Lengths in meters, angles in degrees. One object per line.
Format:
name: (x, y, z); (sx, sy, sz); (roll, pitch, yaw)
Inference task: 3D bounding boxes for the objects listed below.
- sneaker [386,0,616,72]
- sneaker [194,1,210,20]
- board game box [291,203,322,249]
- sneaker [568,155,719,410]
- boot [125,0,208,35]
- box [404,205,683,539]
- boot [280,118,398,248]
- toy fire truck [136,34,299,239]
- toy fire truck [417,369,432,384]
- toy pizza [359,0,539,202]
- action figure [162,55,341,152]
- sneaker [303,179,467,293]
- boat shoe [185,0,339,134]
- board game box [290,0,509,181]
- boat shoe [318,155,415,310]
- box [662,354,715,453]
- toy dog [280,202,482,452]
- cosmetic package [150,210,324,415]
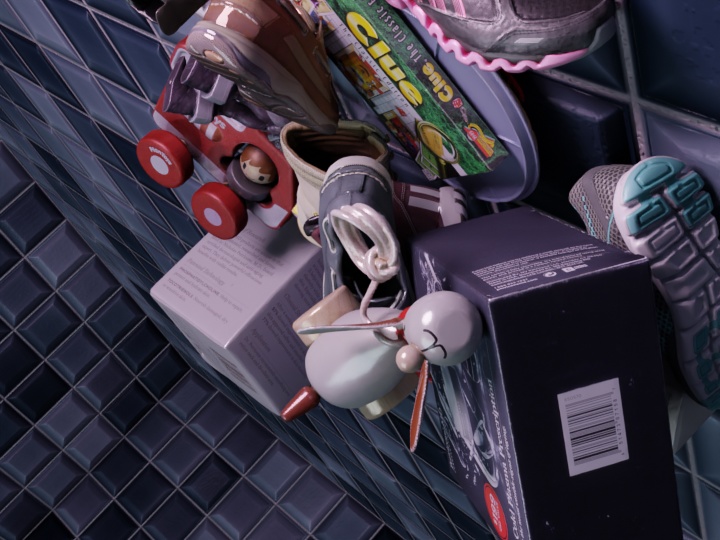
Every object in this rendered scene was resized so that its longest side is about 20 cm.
sneaker: (0.055, -0.183, 0.550); (0.200, 0.079, 0.095); (33, 149, 28)
sneaker: (-0.111, -0.223, 0.822); (0.200, 0.075, 0.082); (47, 171, 3)
board game box: (0.040, 0.001, 1.000); (0.200, 0.057, 0.165); (37, 172, 22)
sneaker: (0.204, 0.005, 0.660); (0.200, 0.078, 0.091); (61, 164, -24)
boot: (-0.152, -0.256, 0.723); (0.200, 0.138, 0.077); (32, 160, 38)
box: (0.118, 0.076, 0.668); (0.182, 0.104, 0.200); (-133, 30, -72)
boot: (0.029, -0.054, 0.846); (0.200, 0.072, 0.155); (20, 157, 14)
toy fire truck: (-0.138, -0.139, 1.063); (0.200, 0.112, 0.168); (43, 145, -1)
toy fire truck: (0.123, 0.094, 0.879); (0.200, 0.049, 0.141); (24, 167, -20)
toy pizza: (0.058, -0.131, 0.720); (0.200, 0.032, 0.200); (42, 166, 13)
action figure: (-0.076, -0.141, 0.909); (0.200, 0.069, 0.130); (25, 163, -28)
sneaker: (0.000, 0.000, 0.804); (0.115, 0.076, 0.200); (17, 124, -12)
boat shoe: (-0.050, -0.148, 0.688); (0.076, 0.072, 0.200); (25, 180, 13)
board game box: (0.015, -0.146, 0.691); (0.200, 0.023, 0.105); (49, 164, -13)
boat shoe: (0.004, 0.016, 0.733); (0.062, 0.073, 0.200); (-87, -9, -56)
box: (0.185, 0.053, 0.786); (0.200, 0.068, 0.082); (32, 146, 36)
toy dog: (-0.001, 0.060, 0.636); (0.132, 0.096, 0.200); (42, 159, 14)
cosmetic package: (-0.116, 0.037, 1.248); (0.166, 0.200, 0.167); (29, 158, 40)
